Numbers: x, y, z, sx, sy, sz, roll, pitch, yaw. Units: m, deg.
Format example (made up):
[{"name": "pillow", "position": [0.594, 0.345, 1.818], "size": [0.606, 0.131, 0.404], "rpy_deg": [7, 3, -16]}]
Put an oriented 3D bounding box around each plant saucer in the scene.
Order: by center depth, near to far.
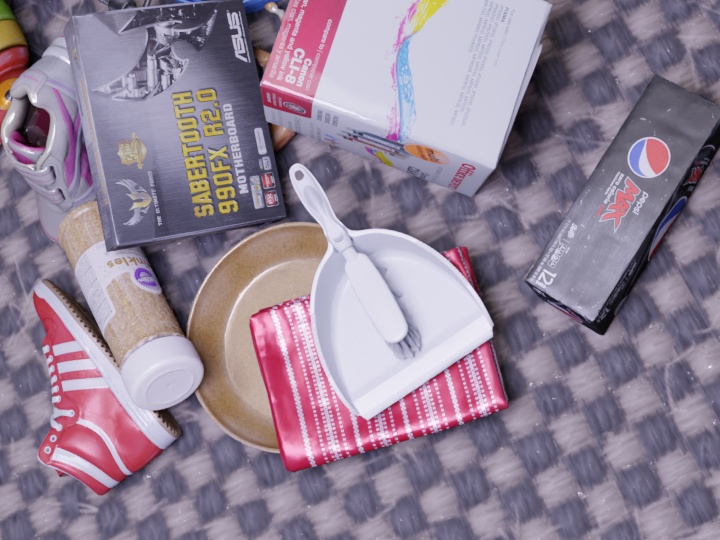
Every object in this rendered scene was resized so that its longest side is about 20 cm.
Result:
[{"name": "plant saucer", "position": [-0.055, 0.059, 1.138], "size": [0.198, 0.035, 0.202], "rpy_deg": [-4, 76, 17]}]

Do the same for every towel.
[{"name": "towel", "position": [0.011, 0.074, 1.082], "size": [0.198, 0.022, 0.146], "rpy_deg": [-18, 73, 13]}]

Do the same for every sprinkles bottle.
[{"name": "sprinkles bottle", "position": [-0.207, 0.028, 1.158], "size": [0.068, 0.068, 0.201], "rpy_deg": [-37, 57, 7]}]

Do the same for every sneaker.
[{"name": "sneaker", "position": [-0.262, 0.109, 1.176], "size": [0.112, 0.071, 0.200], "rpy_deg": [-42, 70, 1]}, {"name": "sneaker", "position": [-0.285, -0.107, 1.187], "size": [0.081, 0.088, 0.202], "rpy_deg": [20, 125, 26]}]

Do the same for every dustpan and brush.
[{"name": "dustpan and brush", "position": [0.000, 0.000, 1.058], "size": [0.139, 0.057, 0.201], "rpy_deg": [-34, 70, 7]}]

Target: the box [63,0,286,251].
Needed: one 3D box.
[{"name": "box", "position": [-0.162, -0.129, 1.142], "size": [0.157, 0.048, 0.202], "rpy_deg": [-10, 88, -24]}]

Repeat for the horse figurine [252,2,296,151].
[{"name": "horse figurine", "position": [-0.033, -0.204, 1.185], "size": [0.199, 0.050, 0.134], "rpy_deg": [-25, 74, 9]}]

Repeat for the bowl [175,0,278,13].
[{"name": "bowl", "position": [-0.119, -0.339, 1.253], "size": [0.199, 0.039, 0.203], "rpy_deg": [-5, 75, 17]}]

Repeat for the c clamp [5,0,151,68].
[{"name": "c clamp", "position": [-0.285, -0.263, 1.285], "size": [0.199, 0.027, 0.172], "rpy_deg": [26, 104, 23]}]

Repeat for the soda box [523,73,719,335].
[{"name": "soda box", "position": [0.218, -0.052, 1.059], "size": [0.070, 0.063, 0.201], "rpy_deg": [32, 89, 22]}]

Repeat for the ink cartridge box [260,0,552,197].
[{"name": "ink cartridge box", "position": [0.035, -0.168, 1.072], "size": [0.198, 0.145, 0.146], "rpy_deg": [19, 84, 0]}]

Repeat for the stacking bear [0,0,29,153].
[{"name": "stacking bear", "position": [-0.364, -0.206, 1.241], "size": [0.121, 0.114, 0.201], "rpy_deg": [-38, 89, -15]}]
